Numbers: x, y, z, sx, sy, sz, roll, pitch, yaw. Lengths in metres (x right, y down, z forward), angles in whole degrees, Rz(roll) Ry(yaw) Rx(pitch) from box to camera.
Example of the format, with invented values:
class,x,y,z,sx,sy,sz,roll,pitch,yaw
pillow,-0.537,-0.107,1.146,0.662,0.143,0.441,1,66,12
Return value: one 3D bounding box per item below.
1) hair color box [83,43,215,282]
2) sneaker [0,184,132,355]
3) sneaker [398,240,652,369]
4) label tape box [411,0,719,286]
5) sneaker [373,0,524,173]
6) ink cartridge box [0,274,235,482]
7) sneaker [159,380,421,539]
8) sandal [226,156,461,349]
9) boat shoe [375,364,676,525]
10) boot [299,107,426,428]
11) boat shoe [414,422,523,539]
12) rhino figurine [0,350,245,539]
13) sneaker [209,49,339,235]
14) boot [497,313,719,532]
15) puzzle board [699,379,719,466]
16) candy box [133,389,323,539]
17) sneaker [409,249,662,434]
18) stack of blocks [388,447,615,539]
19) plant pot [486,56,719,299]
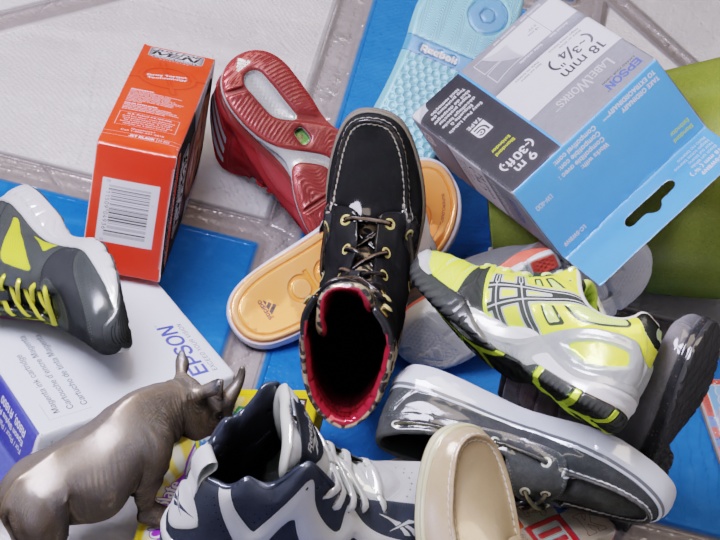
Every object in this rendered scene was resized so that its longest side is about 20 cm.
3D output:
class,x,y,z,sx,sy,sz,roll,pitch,yaw
hair color box,-0.154,-0.083,1.459,0.061,0.102,0.200,11,27,-2
sneaker,-0.220,0.012,1.331,0.084,0.075,0.200,-23,32,-24
sneaker,0.113,0.003,1.460,0.198,0.078,0.082,-16,33,0
label tape box,0.152,-0.100,1.424,0.144,0.063,0.200,-42,44,-6
sneaker,0.066,-0.151,1.581,0.079,0.131,0.201,31,81,9
ink cartridge box,-0.215,0.057,1.353,0.198,0.044,0.196,-15,39,-29
sneaker,-0.021,0.122,1.198,0.197,0.130,0.080,-3,45,-17
sandal,-0.003,-0.011,1.445,0.206,0.059,0.079,-36,88,-18
boat shoe,0.103,0.125,1.282,0.198,0.069,0.057,22,59,14
boot,0.000,0.000,1.343,0.072,0.202,0.151,8,15,4
boat shoe,0.082,0.192,1.203,0.072,0.065,0.202,-3,86,-33
rhino figurine,-0.147,0.119,1.262,0.199,0.088,0.060,-36,43,-24
sneaker,-0.045,-0.074,1.536,0.078,0.115,0.201,-32,92,-17
boot,0.155,0.080,1.327,0.131,0.201,0.070,35,46,18
puzzle board,0.336,0.152,1.428,0.149,0.018,0.201,2,43,-12
candy box,-0.090,0.154,1.295,0.101,0.027,0.201,-2,40,13
sneaker,0.114,0.032,1.288,0.199,0.075,0.077,33,82,37
stack of blocks,0.051,0.180,1.296,0.199,0.059,0.115,-18,50,-29
plant pot,0.196,-0.061,1.523,0.198,0.188,0.188,-6,43,3
